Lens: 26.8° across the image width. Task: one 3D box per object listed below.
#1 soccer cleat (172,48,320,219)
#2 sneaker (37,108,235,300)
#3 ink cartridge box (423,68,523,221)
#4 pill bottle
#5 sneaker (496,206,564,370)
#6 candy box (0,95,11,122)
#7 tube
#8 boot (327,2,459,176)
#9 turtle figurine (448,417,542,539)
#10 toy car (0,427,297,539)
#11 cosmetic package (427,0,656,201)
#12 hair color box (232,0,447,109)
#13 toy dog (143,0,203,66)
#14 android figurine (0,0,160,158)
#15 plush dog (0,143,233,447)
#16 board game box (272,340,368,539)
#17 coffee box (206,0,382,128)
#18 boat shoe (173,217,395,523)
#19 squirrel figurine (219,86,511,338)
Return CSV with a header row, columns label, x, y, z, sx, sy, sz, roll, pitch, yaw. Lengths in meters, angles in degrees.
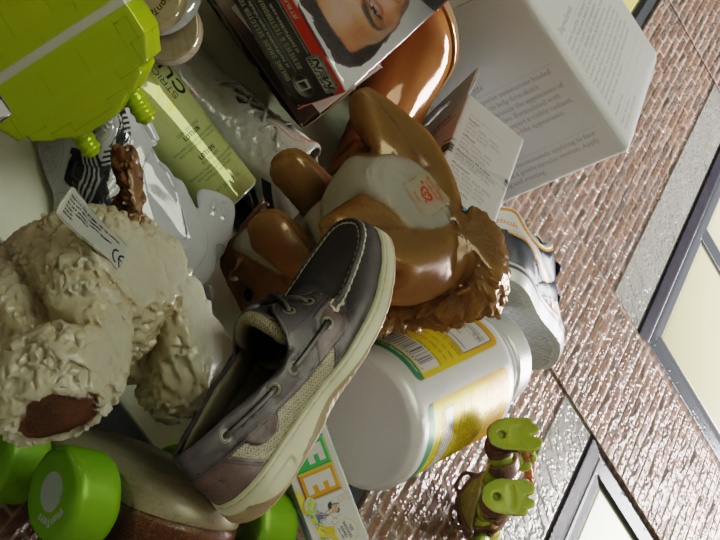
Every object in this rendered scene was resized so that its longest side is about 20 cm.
label,x,y,z,sx,sy,sz,roll,pitch,yaw
soccer cleat,-0.077,-0.098,1.145,0.201,0.085,0.069,57,39,-15
sneaker,-0.155,-0.063,1.046,0.114,0.074,0.203,-4,81,-52
ink cartridge box,0.069,-0.065,1.278,0.066,0.116,0.201,36,46,-13
pill bottle,0.053,0.092,1.196,0.199,0.112,0.114,-20,89,-53
sneaker,0.139,0.018,1.316,0.201,0.077,0.080,67,30,-59
candy box,-0.298,-0.042,0.804,0.061,0.135,0.200,56,38,-14
tube,-0.155,-0.125,1.085,0.201,0.052,0.058,52,23,-11
boot,0.017,-0.119,1.207,0.201,0.073,0.155,96,18,-47
turtle figurine,0.108,0.180,1.224,0.064,0.162,0.201,21,59,7
toy car,-0.157,0.203,0.902,0.163,0.157,0.203,18,88,-41
cosmetic package,0.149,-0.204,1.412,0.201,0.164,0.166,52,40,-23
hair color box,0.005,-0.214,1.087,0.200,0.061,0.102,-46,113,-35
toy dog,-0.172,-0.232,1.029,0.199,0.132,0.097,40,84,-17
android figurine,-0.204,-0.167,0.946,0.201,0.181,0.041,56,18,-13
plush dog,-0.187,0.023,0.881,0.199,0.170,0.163,-1,79,-62
board game box,-0.050,0.114,1.009,0.034,0.200,0.136,-20,90,-11
coffee box,-0.078,-0.219,1.145,0.201,0.079,0.113,54,-1,-19
boat shoe,-0.043,0.045,0.866,0.065,0.071,0.201,43,61,-29
squirrel figurine,0.000,0.000,1.078,0.199,0.186,0.143,28,46,-28
